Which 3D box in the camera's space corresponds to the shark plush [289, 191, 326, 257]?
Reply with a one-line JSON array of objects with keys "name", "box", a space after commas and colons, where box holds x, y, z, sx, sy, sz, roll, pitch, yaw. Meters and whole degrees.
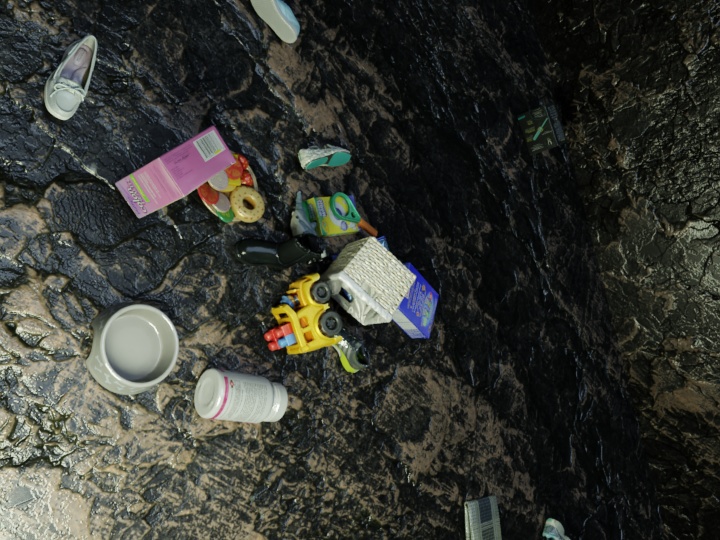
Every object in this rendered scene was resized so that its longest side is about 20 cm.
[{"name": "shark plush", "box": [-0.158, -0.124, 1.727, 0.083, 0.091, 0.200, -5, 59, -34]}]

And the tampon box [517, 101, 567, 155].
[{"name": "tampon box", "box": [0.861, -0.671, 2.888, 0.126, 0.150, 0.201, -27, 99, -46]}]

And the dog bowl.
[{"name": "dog bowl", "box": [-0.481, 0.162, 1.306, 0.200, 0.059, 0.201, 16, 68, -44]}]

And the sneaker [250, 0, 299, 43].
[{"name": "sneaker", "box": [-0.253, -0.775, 1.807, 0.200, 0.074, 0.082, 52, 38, -34]}]

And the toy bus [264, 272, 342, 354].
[{"name": "toy bus", "box": [-0.168, 0.126, 1.610, 0.192, 0.136, 0.201, -19, 91, -32]}]

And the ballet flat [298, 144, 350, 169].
[{"name": "ballet flat", "box": [-0.109, -0.352, 1.840, 0.200, 0.072, 0.072, -18, 92, -48]}]

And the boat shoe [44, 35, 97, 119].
[{"name": "boat shoe", "box": [-0.620, -0.419, 1.316, 0.074, 0.065, 0.203, 31, 58, -37]}]

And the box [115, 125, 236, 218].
[{"name": "box", "box": [-0.416, -0.221, 1.375, 0.176, 0.200, 0.097, -47, 114, -42]}]

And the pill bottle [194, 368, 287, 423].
[{"name": "pill bottle", "box": [-0.278, 0.300, 1.440, 0.200, 0.113, 0.114, 20, 65, -41]}]

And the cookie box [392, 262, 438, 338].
[{"name": "cookie box", "box": [0.163, 0.099, 1.973, 0.200, 0.075, 0.172, 46, 49, -40]}]

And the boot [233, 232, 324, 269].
[{"name": "boot", "box": [-0.204, -0.055, 1.582, 0.198, 0.162, 0.074, 15, 67, -43]}]

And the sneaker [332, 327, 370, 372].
[{"name": "sneaker", "box": [-0.036, 0.204, 1.747, 0.200, 0.081, 0.074, 57, 45, -19]}]

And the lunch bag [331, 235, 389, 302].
[{"name": "lunch bag", "box": [0.000, 0.000, 1.854, 0.200, 0.094, 0.151, -24, 99, -34]}]

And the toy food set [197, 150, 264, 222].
[{"name": "toy food set", "box": [-0.338, -0.219, 1.567, 0.198, 0.049, 0.201, -1, 80, -48]}]

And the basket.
[{"name": "basket", "box": [0.015, 0.031, 1.716, 0.198, 0.200, 0.161, 42, 69, -13]}]

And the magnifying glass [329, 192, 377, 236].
[{"name": "magnifying glass", "box": [-0.019, -0.163, 1.847, 0.200, 0.022, 0.080, 39, 53, -35]}]

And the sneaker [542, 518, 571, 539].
[{"name": "sneaker", "box": [0.767, 1.064, 2.375, 0.086, 0.078, 0.200, -42, 103, -31]}]

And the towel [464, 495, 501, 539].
[{"name": "towel", "box": [0.418, 0.880, 2.081, 0.192, 0.034, 0.201, 12, 69, -47]}]

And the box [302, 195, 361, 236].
[{"name": "box", "box": [-0.090, -0.161, 1.818, 0.200, 0.048, 0.118, -12, 88, -46]}]
